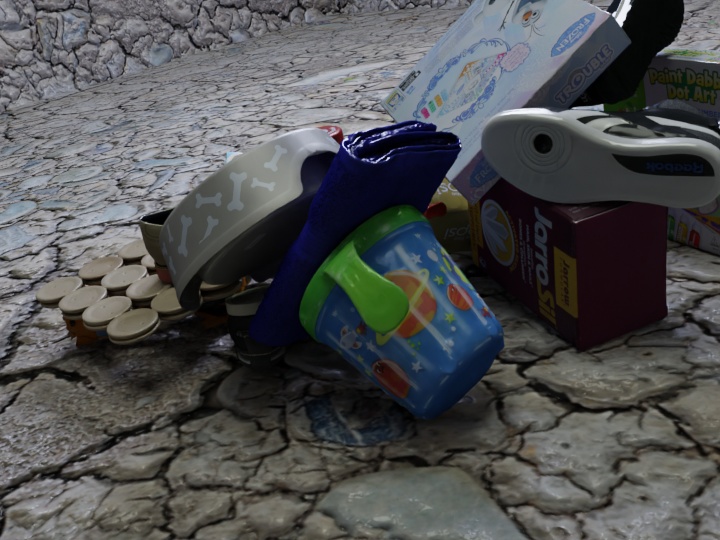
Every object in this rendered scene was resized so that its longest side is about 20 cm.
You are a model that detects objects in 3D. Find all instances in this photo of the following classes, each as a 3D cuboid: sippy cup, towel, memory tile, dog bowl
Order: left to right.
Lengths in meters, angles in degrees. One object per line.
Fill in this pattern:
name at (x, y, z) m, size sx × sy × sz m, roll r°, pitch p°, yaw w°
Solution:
memory tile at (-0.226, 0.017, 0.898) m, size 0.198 × 0.017 × 0.152 m, roll 16°, pitch 38°, yaw 44°
dog bowl at (-0.085, -0.046, 0.758) m, size 0.199 × 0.059 × 0.200 m, roll -34°, pitch -9°, yaw -6°
towel at (-0.010, -0.032, 0.726) m, size 0.050 × 0.201 × 0.147 m, roll 45°, pitch 35°, yaw 22°
sippy cup at (0.041, 0.041, 0.703) m, size 0.130 × 0.141 × 0.177 m, roll 45°, pitch 40°, yaw 21°

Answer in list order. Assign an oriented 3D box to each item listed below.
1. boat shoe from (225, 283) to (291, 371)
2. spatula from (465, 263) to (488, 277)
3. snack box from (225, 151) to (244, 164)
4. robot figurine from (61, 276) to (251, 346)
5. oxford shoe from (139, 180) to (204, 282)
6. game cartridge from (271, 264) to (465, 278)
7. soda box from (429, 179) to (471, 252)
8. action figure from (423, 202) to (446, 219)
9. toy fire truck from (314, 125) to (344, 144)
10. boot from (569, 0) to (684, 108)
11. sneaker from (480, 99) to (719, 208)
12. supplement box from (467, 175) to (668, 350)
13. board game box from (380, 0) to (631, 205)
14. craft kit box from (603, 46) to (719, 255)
boat shoe at (-0.093, 0.049, 0.856) m, size 0.070 × 0.069 × 0.200 m, roll -13°, pitch 6°, yaw 1°
spatula at (0.203, -0.021, 0.951) m, size 0.197 × 0.021 × 0.057 m, roll -17°, pitch 28°, yaw -14°
snack box at (-0.062, -0.076, 1.022) m, size 0.196 × 0.037 × 0.118 m, roll 3°, pitch 56°, yaw -7°
robot figurine at (-0.212, 0.028, 0.960) m, size 0.196 × 0.059 × 0.145 m, roll -8°, pitch 23°, yaw 7°
oxford shoe at (-0.122, -0.060, 0.871) m, size 0.198 × 0.076 × 0.071 m, roll -27°, pitch 32°, yaw -7°
game cartridge at (0.000, 0.000, 0.900) m, size 0.197 × 0.041 × 0.133 m, roll 7°, pitch 6°, yaw 27°
soda box at (0.126, -0.067, 0.961) m, size 0.196 × 0.065 × 0.068 m, roll -6°, pitch 48°, yaw -21°
action figure at (0.015, -0.048, 0.905) m, size 0.198 × 0.067 × 0.098 m, roll 9°, pitch 10°, yaw 39°
toy fire truck at (-0.013, -0.120, 1.152) m, size 0.165 × 0.114 × 0.200 m, roll -3°, pitch 23°, yaw 21°
boot at (0.223, -0.225, 0.905) m, size 0.167 × 0.077 × 0.201 m, roll -6°, pitch 40°, yaw 50°
sneaker at (0.209, -0.107, 0.747) m, size 0.197 × 0.074 × 0.112 m, roll 14°, pitch 33°, yaw 21°
supplement box at (0.188, -0.038, 0.831) m, size 0.102 × 0.133 × 0.200 m, roll -18°, pitch 29°, yaw -16°
board game box at (0.129, -0.188, 0.856) m, size 0.200 × 0.043 × 0.200 m, roll -45°, pitch 33°, yaw 10°
craft kit box at (0.337, -0.128, 0.919) m, size 0.048 × 0.201 × 0.199 m, roll -18°, pitch 23°, yaw -22°
